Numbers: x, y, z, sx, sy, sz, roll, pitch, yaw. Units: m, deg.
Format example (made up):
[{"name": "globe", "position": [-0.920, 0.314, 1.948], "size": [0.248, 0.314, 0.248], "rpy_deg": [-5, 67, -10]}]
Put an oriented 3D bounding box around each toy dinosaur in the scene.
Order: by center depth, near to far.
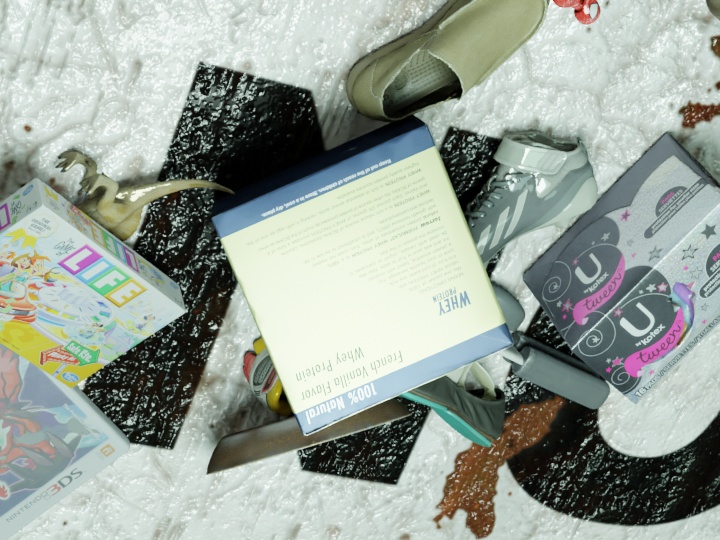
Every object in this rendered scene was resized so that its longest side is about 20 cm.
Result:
[{"name": "toy dinosaur", "position": [-0.217, -0.057, 1.512], "size": [0.199, 0.059, 0.101], "rpy_deg": [-29, 140, 10]}]

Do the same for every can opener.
[{"name": "can opener", "position": [0.169, 0.077, 1.713], "size": [0.199, 0.053, 0.067], "rpy_deg": [30, 107, -31]}]

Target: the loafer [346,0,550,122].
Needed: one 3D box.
[{"name": "loafer", "position": [0.083, -0.185, 1.515], "size": [0.199, 0.068, 0.076], "rpy_deg": [-35, 125, 4]}]

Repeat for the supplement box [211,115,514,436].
[{"name": "supplement box", "position": [0.000, 0.000, 1.510], "size": [0.198, 0.134, 0.201], "rpy_deg": [-23, 99, 0]}]

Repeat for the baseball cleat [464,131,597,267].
[{"name": "baseball cleat", "position": [0.120, -0.064, 1.611], "size": [0.199, 0.070, 0.107], "rpy_deg": [-26, 118, -13]}]

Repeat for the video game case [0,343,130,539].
[{"name": "video game case", "position": [-0.339, 0.153, 1.607], "size": [0.182, 0.023, 0.200], "rpy_deg": [-36, 124, 5]}]

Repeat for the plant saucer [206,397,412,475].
[{"name": "plant saucer", "position": [-0.051, 0.147, 1.624], "size": [0.198, 0.200, 0.032], "rpy_deg": [-15, 86, -10]}]

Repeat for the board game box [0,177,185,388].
[{"name": "board game box", "position": [-0.261, 0.015, 1.501], "size": [0.134, 0.034, 0.200], "rpy_deg": [-33, 139, 14]}]

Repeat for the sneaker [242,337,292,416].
[{"name": "sneaker", "position": [-0.009, 0.075, 1.634], "size": [0.199, 0.082, 0.078], "rpy_deg": [-31, 125, 1]}]

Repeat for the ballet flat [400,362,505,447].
[{"name": "ballet flat", "position": [0.080, 0.108, 1.684], "size": [0.200, 0.068, 0.069], "rpy_deg": [34, 77, -53]}]

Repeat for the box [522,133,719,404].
[{"name": "box", "position": [0.273, -0.002, 1.651], "size": [0.200, 0.132, 0.114], "rpy_deg": [-46, 125, 11]}]

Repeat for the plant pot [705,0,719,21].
[{"name": "plant pot", "position": [0.317, -0.320, 1.453], "size": [0.173, 0.200, 0.200], "rpy_deg": [34, 106, -16]}]

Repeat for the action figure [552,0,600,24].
[{"name": "action figure", "position": [0.160, -0.290, 1.479], "size": [0.051, 0.066, 0.201], "rpy_deg": [-18, 126, 13]}]
